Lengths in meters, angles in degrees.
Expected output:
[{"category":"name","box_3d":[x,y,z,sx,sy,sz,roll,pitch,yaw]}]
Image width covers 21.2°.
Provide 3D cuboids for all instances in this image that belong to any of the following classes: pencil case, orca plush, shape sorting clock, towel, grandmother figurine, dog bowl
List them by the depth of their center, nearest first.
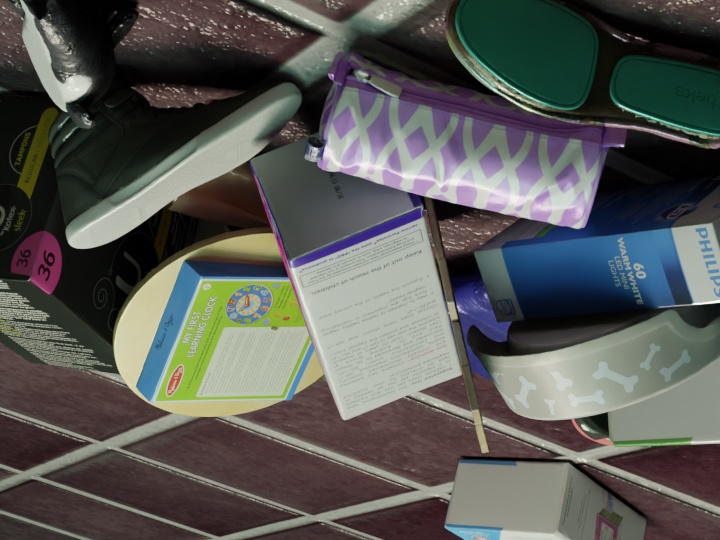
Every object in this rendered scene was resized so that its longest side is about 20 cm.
[{"category":"pencil case","box_3d":[0.067,-0.088,1.251,0.198,0.084,0.086,13,137,-3]},{"category":"orca plush","box_3d":[-0.184,-0.166,1.256,0.106,0.071,0.200,54,169,24]},{"category":"dog bowl","box_3d":[0.177,0.041,1.361,0.199,0.200,0.059,-7,110,43]},{"category":"grandmother figurine","box_3d":[-0.059,-0.044,1.474,0.198,0.061,0.121,22,167,-15]},{"category":"shape sorting clock","box_3d":[-0.094,0.041,1.482,0.198,0.039,0.201,-15,140,-13]},{"category":"towel","box_3d":[0.130,0.034,1.581,0.147,0.050,0.199,28,153,-27]}]

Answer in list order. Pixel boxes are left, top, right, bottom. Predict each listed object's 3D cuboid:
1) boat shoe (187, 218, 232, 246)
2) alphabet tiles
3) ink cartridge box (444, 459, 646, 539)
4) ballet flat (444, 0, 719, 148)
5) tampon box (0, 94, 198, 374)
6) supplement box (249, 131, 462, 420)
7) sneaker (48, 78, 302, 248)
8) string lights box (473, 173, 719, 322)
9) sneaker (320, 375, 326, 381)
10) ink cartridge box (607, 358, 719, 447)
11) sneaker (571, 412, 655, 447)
[{"category":"boat shoe","box_3d":[-0.189,-0.008,1.627,0.198,0.074,0.062,-3,151,26]},{"category":"alphabet tiles","box_3d":[0.066,0.023,1.382,0.007,0.202,0.167,-13,157,2]},{"category":"ink cartridge box","box_3d":[0.207,0.281,2.121,0.143,0.085,0.200,-1,154,35]},{"category":"ballet flat","box_3d":[0.140,-0.118,1.155,0.198,0.070,0.071,15,179,-7]},{"category":"tampon box","box_3d":[-0.237,-0.025,1.495,0.125,0.151,0.200,5,158,24]},{"category":"supplement box","box_3d":[0.000,0.000,1.375,0.102,0.102,0.201,-22,141,-3]},{"category":"sneaker","box_3d":[-0.140,-0.105,1.346,0.199,0.100,0.071,-30,164,16]},{"category":"string lights box","box_3d":[0.188,-0.017,1.313,0.199,0.102,0.060,-6,109,44]},{"category":"sneaker","box_3d":[-0.039,0.047,1.620,0.076,0.115,0.199,25,159,-25]},{"category":"ink cartridge box","box_3d":[0.302,0.085,1.455,0.199,0.085,0.144,0,174,-45]},{"category":"sneaker","box_3d":[0.215,0.106,1.557,0.086,0.075,0.199,-16,177,39]}]
